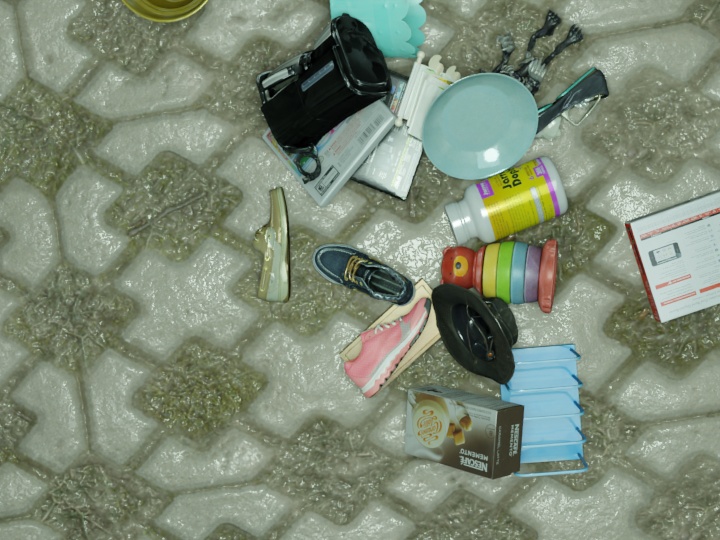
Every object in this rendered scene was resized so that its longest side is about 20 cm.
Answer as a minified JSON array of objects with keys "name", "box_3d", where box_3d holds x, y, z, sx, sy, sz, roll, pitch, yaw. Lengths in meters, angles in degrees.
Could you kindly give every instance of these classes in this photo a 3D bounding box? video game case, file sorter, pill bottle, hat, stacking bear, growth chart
[{"name":"video game case","box_3d":[-0.056,-0.244,1.651,0.200,0.024,0.183,-48,66,16]},{"name":"file sorter","box_3d":[0.316,0.239,1.657,0.136,0.123,0.205,-5,93,3]},{"name":"pill bottle","box_3d":[0.246,-0.113,1.649,0.197,0.104,0.106,-22,92,4]},{"name":"hat","box_3d":[0.207,0.087,1.608,0.080,0.200,0.203,-33,91,-24]},{"name":"stacking bear","box_3d":[0.234,0.002,1.656,0.196,0.114,0.124,5,91,14]},{"name":"growth chart","box_3d":[0.140,-0.270,1.632,0.198,0.018,0.147,27,88,-40]}]

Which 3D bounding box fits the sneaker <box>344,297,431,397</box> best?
[{"name":"sneaker","box_3d":[0.045,0.118,1.656,0.086,0.074,0.201,37,94,4]}]

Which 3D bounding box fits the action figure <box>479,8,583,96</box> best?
[{"name":"action figure","box_3d":[0.276,-0.351,1.627,0.200,0.102,0.119,-46,69,-1]}]

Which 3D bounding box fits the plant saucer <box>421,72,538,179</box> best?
[{"name":"plant saucer","box_3d":[0.196,-0.246,1.608,0.197,0.039,0.204,-5,130,-6]}]

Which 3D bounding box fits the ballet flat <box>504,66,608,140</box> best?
[{"name":"ballet flat","box_3d":[0.341,-0.268,1.654,0.198,0.073,0.074,-34,91,2]}]

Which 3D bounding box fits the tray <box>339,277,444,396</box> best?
[{"name":"tray","box_3d":[0.067,0.118,1.708,0.200,0.037,0.099,-42,90,6]}]

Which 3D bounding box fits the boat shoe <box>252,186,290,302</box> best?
[{"name":"boat shoe","box_3d":[-0.157,-0.045,1.694,0.065,0.074,0.205,-1,93,-2]}]

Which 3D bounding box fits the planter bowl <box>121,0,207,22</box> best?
[{"name":"planter bowl","box_3d":[-0.330,-0.526,1.672,0.196,0.083,0.205,0,94,3]}]

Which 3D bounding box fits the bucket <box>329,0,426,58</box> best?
[{"name":"bucket","box_3d":[0.032,-0.451,1.598,0.132,0.207,0.212,1,93,11]}]

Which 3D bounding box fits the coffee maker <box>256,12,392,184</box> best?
[{"name":"coffee maker","box_3d":[-0.048,-0.278,1.551,0.198,0.135,0.194,-24,103,42]}]

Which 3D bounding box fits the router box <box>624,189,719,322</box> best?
[{"name":"router box","box_3d":[0.578,-0.029,1.661,0.196,0.049,0.183,-18,92,4]}]

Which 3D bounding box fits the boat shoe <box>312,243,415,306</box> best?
[{"name":"boat shoe","box_3d":[0.000,0.000,1.664,0.197,0.091,0.072,22,87,15]}]

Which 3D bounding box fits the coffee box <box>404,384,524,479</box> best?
[{"name":"coffee box","box_3d":[0.173,0.270,1.634,0.198,0.079,0.117,8,97,45]}]

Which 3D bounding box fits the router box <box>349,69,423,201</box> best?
[{"name":"router box","box_3d":[0.044,-0.240,1.675,0.147,0.062,0.203,21,94,2]}]
